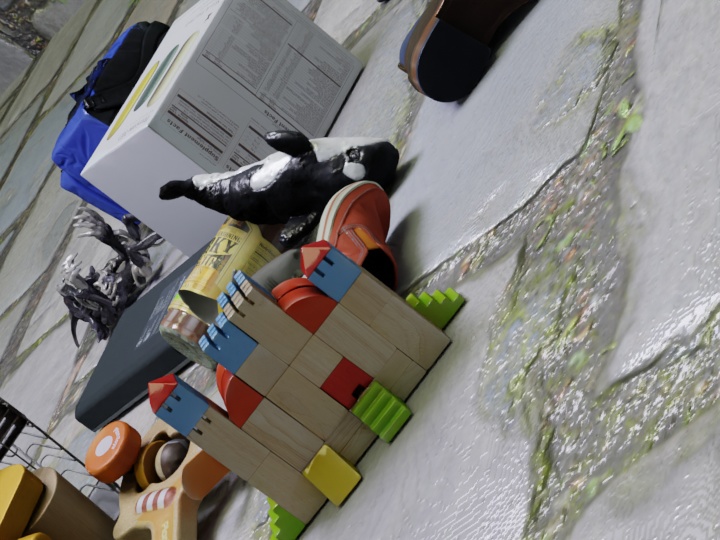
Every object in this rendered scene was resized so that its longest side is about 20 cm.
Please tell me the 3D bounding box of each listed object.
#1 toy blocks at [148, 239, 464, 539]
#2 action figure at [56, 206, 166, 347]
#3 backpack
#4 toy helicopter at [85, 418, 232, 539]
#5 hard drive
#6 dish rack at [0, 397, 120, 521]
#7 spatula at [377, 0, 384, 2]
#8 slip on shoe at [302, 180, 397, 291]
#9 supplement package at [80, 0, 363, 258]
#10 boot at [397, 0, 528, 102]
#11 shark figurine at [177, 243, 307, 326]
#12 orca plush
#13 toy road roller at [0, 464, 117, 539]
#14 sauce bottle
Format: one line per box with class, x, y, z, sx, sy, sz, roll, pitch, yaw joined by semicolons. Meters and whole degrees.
toy blocks;-0.044;0.058;1.293;0.200;0.136;0.100;-52;17;3
action figure;-0.255;-0.012;2.052;0.200;0.102;0.119;-44;31;23
backpack;-0.239;-0.164;2.206;0.168;0.162;0.201;-41;21;44
toy helicopter;-0.125;0.167;1.441;0.132;0.079;0.201;-36;32;20
hard drive;-0.179;0.052;1.837;0.200;0.033;0.140;-35;24;44
dish rack;-0.269;0.189;1.543;0.054;0.200;0.154;13;65;49
spatula;0.075;-0.324;1.932;0.200;0.020;0.057;-42;24;34
slip on shoe;0.000;0.000;1.438;0.061;0.074;0.200;-8;28;17
supplement package;-0.128;-0.141;1.884;0.152;0.150;0.201;-26;32;55
boot;0.093;-0.229;1.610;0.201;0.075;0.097;-55;20;0
shark figurine;-0.097;0.036;1.527;0.128;0.089;0.215;-54;5;8
orca plush;-0.066;-0.056;1.613;0.198;0.105;0.072;-1;60;12
toy road roller;-0.211;0.233;1.432;0.145;0.123;0.201;-20;38;38
sauce bottle;-0.093;-0.015;1.694;0.201;0.065;0.065;-58;18;-18
